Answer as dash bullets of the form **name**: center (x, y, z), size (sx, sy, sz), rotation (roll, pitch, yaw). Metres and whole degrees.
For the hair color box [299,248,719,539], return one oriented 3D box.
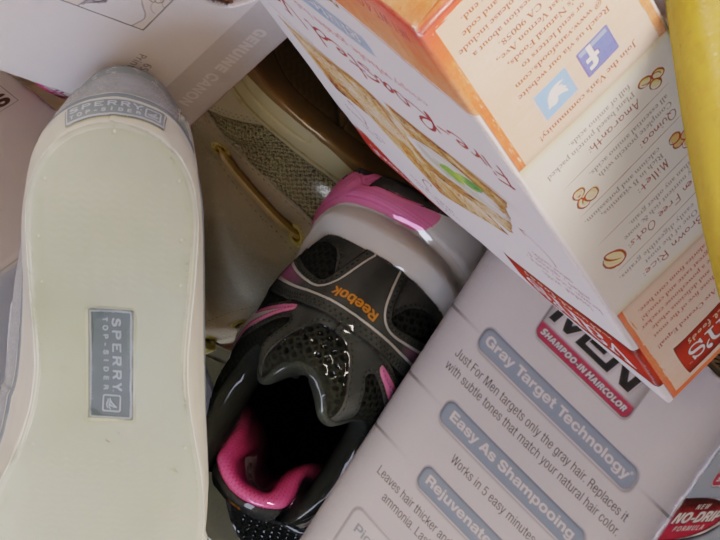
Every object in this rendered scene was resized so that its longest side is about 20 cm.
- **hair color box**: center (0.044, 0.086, 0.900), size (0.099, 0.061, 0.200), rotation (45, 114, 29)

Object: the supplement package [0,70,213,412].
- **supplement package**: center (-0.163, -0.006, 1.032), size (0.200, 0.120, 0.121), rotation (38, 156, 38)

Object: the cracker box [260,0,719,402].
- **cracker box**: center (0.026, -0.061, 0.774), size (0.134, 0.058, 0.200), rotation (41, 175, 35)

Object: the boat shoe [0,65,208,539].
- **boat shoe**: center (-0.076, 0.033, 0.928), size (0.070, 0.072, 0.201), rotation (7, 115, -1)

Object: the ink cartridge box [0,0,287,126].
- **ink cartridge box**: center (-0.078, -0.122, 0.843), size (0.176, 0.045, 0.200), rotation (16, 147, -29)

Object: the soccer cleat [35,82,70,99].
- **soccer cleat**: center (-0.085, -0.122, 0.927), size (0.086, 0.070, 0.200), rotation (11, 143, 26)

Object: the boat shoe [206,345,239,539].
- **boat shoe**: center (-0.073, 0.068, 1.165), size (0.199, 0.075, 0.066), rotation (32, 161, 7)

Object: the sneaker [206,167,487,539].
- **sneaker**: center (-0.023, 0.050, 0.967), size (0.080, 0.086, 0.200), rotation (31, 148, 12)

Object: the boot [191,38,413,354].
- **boot**: center (0.000, 0.000, 1.026), size (0.200, 0.072, 0.155), rotation (44, 144, -12)

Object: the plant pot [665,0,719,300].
- **plant pot**: center (0.179, -0.024, 0.726), size (0.200, 0.177, 0.200), rotation (-6, 134, 26)
